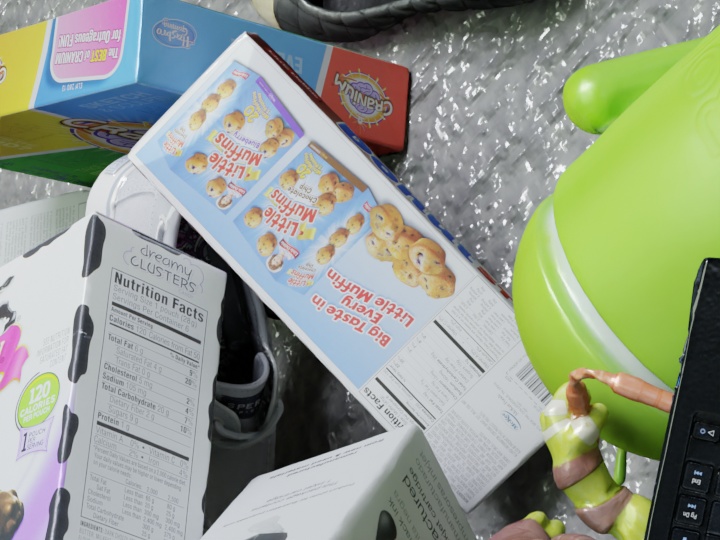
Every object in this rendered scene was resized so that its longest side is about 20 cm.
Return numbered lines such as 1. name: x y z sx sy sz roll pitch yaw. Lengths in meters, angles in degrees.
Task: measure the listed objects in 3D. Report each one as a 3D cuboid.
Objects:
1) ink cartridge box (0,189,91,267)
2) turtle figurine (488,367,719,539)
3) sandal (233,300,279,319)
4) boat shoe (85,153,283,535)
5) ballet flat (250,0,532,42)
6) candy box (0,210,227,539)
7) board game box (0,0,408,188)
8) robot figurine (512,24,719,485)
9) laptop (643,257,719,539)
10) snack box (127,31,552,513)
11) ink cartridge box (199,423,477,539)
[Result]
1. ink cartridge box: -0.147 0.042 1.030 0.200 0.050 0.163 -9 76 45
2. turtle figurine: 0.108 0.124 0.676 0.064 0.200 0.161 -48 7 -24
3. sandal: -0.048 -0.011 0.941 0.200 0.043 0.076 -7 72 58
4. boat shoe: -0.066 0.045 0.879 0.068 0.072 0.200 18 119 50
5. ballet flat: 0.014 -0.141 0.879 0.200 0.057 0.067 -3 79 48
6. candy box: -0.138 0.100 0.793 0.168 0.071 0.200 -27 49 41
7. board game box: -0.101 -0.076 0.922 0.200 0.153 0.040 -7 76 48
8. robot figurine: 0.132 -0.014 0.677 0.200 0.116 0.176 -46 56 32
9. laptop: 0.167 0.110 0.554 0.103 0.177 0.200 3 -81 -88
10. snack box: 0.000 0.000 0.798 0.072 0.024 0.200 -45 85 11
11. ink cartridge box: -0.011 0.164 0.696 0.084 0.200 0.144 -22 101 25
